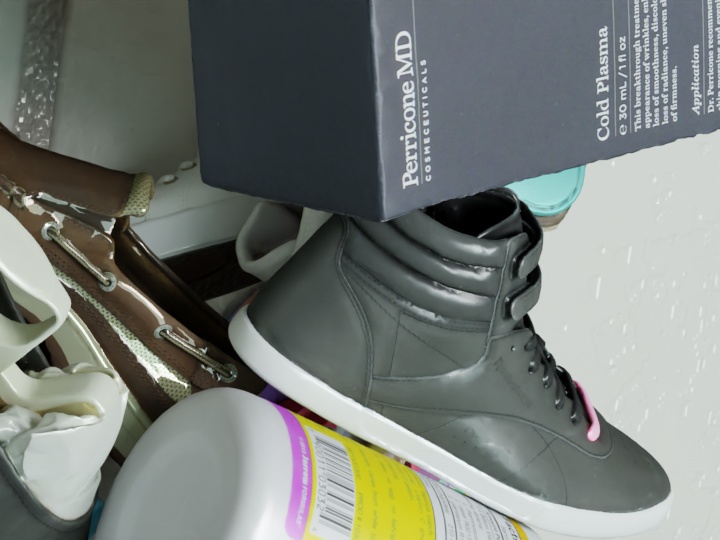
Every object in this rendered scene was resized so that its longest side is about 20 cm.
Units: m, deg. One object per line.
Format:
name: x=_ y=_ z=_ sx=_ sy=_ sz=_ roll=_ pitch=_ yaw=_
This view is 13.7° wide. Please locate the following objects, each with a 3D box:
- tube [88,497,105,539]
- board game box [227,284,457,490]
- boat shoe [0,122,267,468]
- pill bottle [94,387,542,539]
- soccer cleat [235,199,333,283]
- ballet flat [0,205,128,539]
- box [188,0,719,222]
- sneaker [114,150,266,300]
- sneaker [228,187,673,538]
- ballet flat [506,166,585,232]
tube: x=-0.169 y=0.062 z=1.108 sx=0.077 sy=0.050 sz=0.200 roll=-49 pitch=131 yaw=-14
board game box: x=0.002 y=0.094 z=1.293 sx=0.200 sy=0.039 sz=0.158 roll=48 pitch=68 yaw=-35
boat shoe: x=-0.109 y=-0.018 z=1.119 sx=0.075 sy=0.075 sz=0.202 roll=-34 pitch=109 yaw=12
pill bottle: x=0.005 y=0.125 z=1.118 sx=0.200 sy=0.104 sz=0.104 roll=28 pitch=81 yaw=-32
soccer cleat: x=0.000 y=0.000 z=1.174 sx=0.086 sy=0.070 sz=0.200 roll=-26 pitch=123 yaw=-6
ballet flat: x=-0.128 y=0.037 z=1.065 sx=0.200 sy=0.068 sz=0.068 roll=65 pitch=27 yaw=-28
box: x=0.037 y=-0.136 z=1.046 sx=0.182 sy=0.104 sz=0.200 roll=-15 pitch=108 yaw=-39
sneaker: x=-0.045 y=-0.043 z=1.224 sx=0.200 sy=0.073 sz=0.085 roll=-19 pitch=76 yaw=-28
sneaker: x=0.058 y=0.029 z=1.126 sx=0.200 sy=0.071 sz=0.099 roll=26 pitch=111 yaw=-25
ballet flat: x=0.021 y=-0.100 z=1.198 sx=0.067 sy=0.062 sz=0.200 roll=-36 pitch=95 yaw=-21
